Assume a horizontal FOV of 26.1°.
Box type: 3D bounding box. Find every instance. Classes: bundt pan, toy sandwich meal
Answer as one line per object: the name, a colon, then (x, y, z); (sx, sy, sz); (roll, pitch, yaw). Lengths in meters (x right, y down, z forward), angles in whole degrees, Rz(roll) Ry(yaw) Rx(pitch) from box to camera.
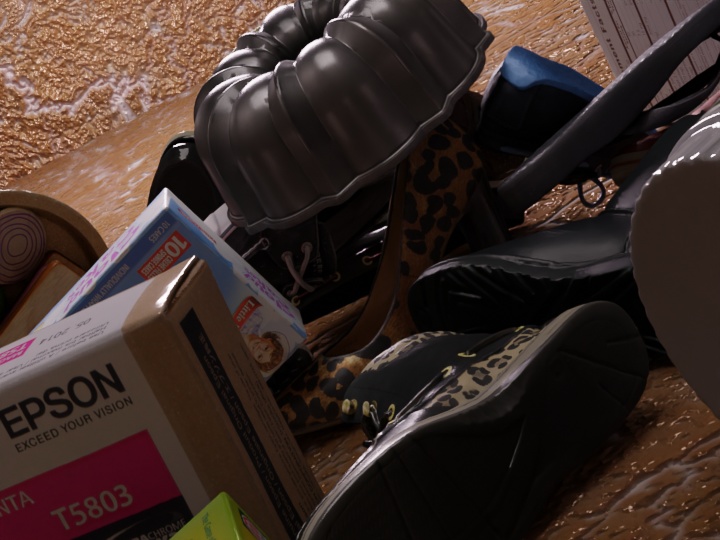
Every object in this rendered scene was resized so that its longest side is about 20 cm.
bundt pan: (-0.022, -0.118, 0.940); (0.201, 0.076, 0.203); (-33, 23, 16)
toy sandwich meal: (-0.254, 0.041, 1.156); (0.204, 0.207, 0.070); (-33, 28, -18)

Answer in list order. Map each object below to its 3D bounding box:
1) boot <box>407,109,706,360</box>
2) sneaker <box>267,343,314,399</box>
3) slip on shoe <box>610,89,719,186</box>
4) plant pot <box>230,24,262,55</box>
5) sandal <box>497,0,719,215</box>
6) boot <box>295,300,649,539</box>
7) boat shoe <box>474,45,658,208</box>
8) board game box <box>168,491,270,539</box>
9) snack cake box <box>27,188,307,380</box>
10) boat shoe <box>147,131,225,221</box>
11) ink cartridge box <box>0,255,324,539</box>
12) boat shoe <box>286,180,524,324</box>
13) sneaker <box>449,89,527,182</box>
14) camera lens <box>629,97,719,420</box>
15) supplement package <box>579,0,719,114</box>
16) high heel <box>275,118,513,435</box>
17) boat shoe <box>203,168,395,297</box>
boot: (0.143, -0.017, 0.858); (0.198, 0.077, 0.168); (-8, 27, 40)
sneaker: (-0.112, 0.081, 1.016); (0.198, 0.076, 0.081); (-21, 7, 24)
slip on shoe: (0.243, -0.099, 0.942); (0.198, 0.062, 0.074); (-23, -16, 7)
plant pot: (-0.063, -0.086, 1.302); (0.199, 0.201, 0.190); (-36, 4, -28)
sandal: (0.163, -0.095, 0.917); (0.200, 0.043, 0.076); (-42, 1, -11)
boot: (0.027, 0.089, 0.746); (0.203, 0.074, 0.153); (-36, 12, -27)
boat shoe: (0.132, -0.091, 1.010); (0.069, 0.199, 0.084); (-56, 49, 15)
board game box: (-0.108, 0.186, 0.613); (0.200, 0.048, 0.102); (-42, 16, -1)
snack cake box: (-0.139, 0.066, 0.910); (0.200, 0.115, 0.067); (-47, 14, 4)
boat shoe: (-0.117, 0.002, 1.060); (0.073, 0.203, 0.063); (16, 37, 9)
ink cartridge box: (-0.130, 0.112, 0.752); (0.198, 0.166, 0.075); (-23, 15, 17)
boat shoe: (0.027, -0.012, 1.094); (0.199, 0.064, 0.074); (-18, -17, -11)
sneaker: (0.077, -0.100, 1.042); (0.074, 0.072, 0.200); (-5, -4, 11)
camera lens: (0.223, -0.031, 0.603); (0.199, 0.161, 0.159); (-34, 16, -24)
supplement package: (0.266, -0.182, 1.109); (0.116, 0.118, 0.200); (-32, 16, -14)
high heel: (0.000, 0.000, 0.930); (0.199, 0.144, 0.071); (-32, 17, -16)
boat shoe: (-0.046, -0.016, 1.011); (0.067, 0.072, 0.200); (29, 51, 28)
